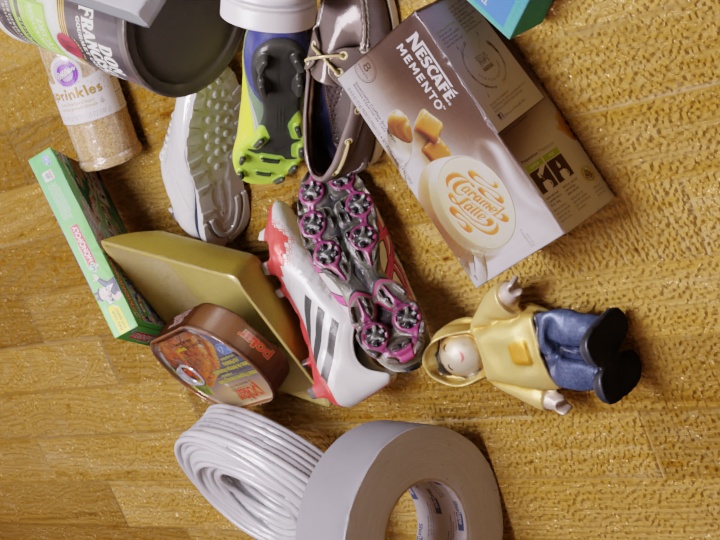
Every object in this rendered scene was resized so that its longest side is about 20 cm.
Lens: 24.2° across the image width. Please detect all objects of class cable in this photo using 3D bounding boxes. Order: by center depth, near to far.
[{"bbox_3d":[-0.088,0.211,1.670,0.200,0.069,0.200,-2,136,53],"label":"cable"}]

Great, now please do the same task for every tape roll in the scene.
[{"bbox_3d":[0.037,0.235,1.493,0.066,0.200,0.201,-1,114,46],"label":"tape roll"}]

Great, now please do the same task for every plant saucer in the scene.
[{"bbox_3d":[-0.127,0.035,1.618,0.199,0.049,0.200,15,150,42],"label":"plant saucer"}]

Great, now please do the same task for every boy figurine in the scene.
[{"bbox_3d":[0.132,0.061,1.386,0.200,0.064,0.125,1,119,44],"label":"boy figurine"}]

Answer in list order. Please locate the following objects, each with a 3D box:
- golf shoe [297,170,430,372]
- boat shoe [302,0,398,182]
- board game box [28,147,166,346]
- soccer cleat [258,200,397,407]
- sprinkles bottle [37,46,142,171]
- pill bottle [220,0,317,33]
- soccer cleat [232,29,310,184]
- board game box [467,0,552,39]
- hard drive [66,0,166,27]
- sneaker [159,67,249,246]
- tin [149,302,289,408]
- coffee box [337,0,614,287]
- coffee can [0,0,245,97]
[{"bbox_3d":[0.000,0.000,1.478,0.092,0.072,0.201,60,-173,-74],"label":"golf shoe"},{"bbox_3d":[-0.014,-0.164,1.394,0.072,0.059,0.201,31,134,30],"label":"boat shoe"},{"bbox_3d":[-0.256,-0.020,1.687,0.201,0.029,0.135,63,-172,11],"label":"board game box"},{"bbox_3d":[-0.029,0.026,1.542,0.085,0.069,0.201,-20,86,19],"label":"soccer cleat"},{"bbox_3d":[-0.276,-0.200,1.650,0.068,0.068,0.201,3,117,46],"label":"sprinkles bottle"},{"bbox_3d":[-0.063,-0.291,1.295,0.112,0.112,0.201,26,121,34],"label":"pill bottle"},{"bbox_3d":[-0.078,-0.154,1.484,0.200,0.064,0.084,103,164,-53],"label":"soccer cleat"},{"bbox_3d":[0.102,-0.288,1.196,0.152,0.045,0.200,45,141,17],"label":"board game box"},{"bbox_3d":[-0.170,-0.301,1.379,0.132,0.200,0.026,22,167,37],"label":"hard drive"},{"bbox_3d":[-0.156,-0.114,1.575,0.080,0.076,0.201,35,136,35],"label":"sneaker"},{"bbox_3d":[-0.135,0.084,1.618,0.112,0.042,0.200,45,157,-11],"label":"tin"},{"bbox_3d":[0.088,-0.104,1.302,0.114,0.080,0.200,-33,90,48],"label":"coffee box"},{"bbox_3d":[-0.218,-0.249,1.490,0.200,0.146,0.147,23,130,37],"label":"coffee can"}]
